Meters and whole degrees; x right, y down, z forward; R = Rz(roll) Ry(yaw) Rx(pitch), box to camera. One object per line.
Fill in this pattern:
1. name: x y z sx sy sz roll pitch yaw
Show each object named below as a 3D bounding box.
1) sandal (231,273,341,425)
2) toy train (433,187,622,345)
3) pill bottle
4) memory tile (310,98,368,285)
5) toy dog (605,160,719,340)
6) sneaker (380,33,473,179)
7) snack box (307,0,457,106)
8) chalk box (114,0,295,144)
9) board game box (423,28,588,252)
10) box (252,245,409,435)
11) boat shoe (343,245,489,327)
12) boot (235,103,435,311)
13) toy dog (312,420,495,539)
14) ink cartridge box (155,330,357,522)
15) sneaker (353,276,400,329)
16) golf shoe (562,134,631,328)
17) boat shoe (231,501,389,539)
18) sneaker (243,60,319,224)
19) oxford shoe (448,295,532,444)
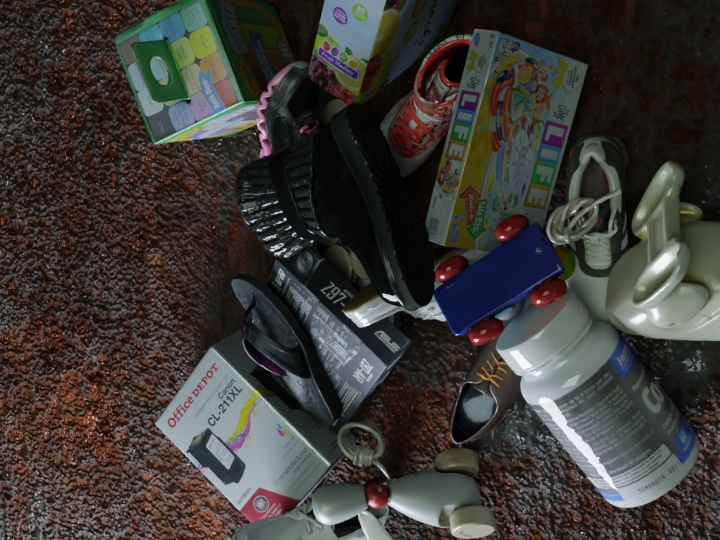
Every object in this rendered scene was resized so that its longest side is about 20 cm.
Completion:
1. sandal: -0.085 0.094 0.963 0.075 0.048 0.201 -5 120 52
2. toy train: 0.175 -0.010 0.835 0.200 0.116 0.085 -35 73 25
3. pill bottle: 0.231 0.123 0.877 0.114 0.114 0.200 -36 98 25
4. memory tile: -0.037 -0.075 0.977 0.153 0.017 0.201 -22 76 46
5. toy dog: 0.338 0.025 0.800 0.199 0.140 0.194 17 130 -3
6. sneaker: 0.063 -0.164 0.912 0.201 0.108 0.067 -43 83 24
7. snack box: 0.040 -0.275 0.827 0.068 0.169 0.200 36 142 11
8. chalk box: -0.165 -0.215 0.948 0.123 0.200 0.125 -19 94 24
9. board game box: 0.142 -0.118 0.865 0.034 0.134 0.201 25 105 49
10. box: -0.044 0.081 0.987 0.160 0.044 0.200 43 146 11
11. boat shoe: 0.077 0.021 0.911 0.071 0.200 0.070 0 113 64
12. boot: -0.026 -0.038 0.856 0.158 0.079 0.212 -28 73 29
13. toy dog: 0.052 0.261 0.998 0.199 0.132 0.096 13 142 9
14. ink cartridge box: -0.129 0.195 1.080 0.200 0.083 0.146 42 114 9
15. sneaker: 0.000 0.000 0.992 0.088 0.075 0.201 12 102 25
16. golf shoe: 0.230 -0.032 0.881 0.077 0.088 0.201 -4 101 21
17. boat shoe: -0.055 0.292 1.016 0.074 0.200 0.066 49 126 38
18. sneaker: -0.062 -0.119 0.937 0.095 0.079 0.201 31 127 26
19. oxford shoe: 0.154 0.103 0.947 0.071 0.073 0.201 28 110 16
